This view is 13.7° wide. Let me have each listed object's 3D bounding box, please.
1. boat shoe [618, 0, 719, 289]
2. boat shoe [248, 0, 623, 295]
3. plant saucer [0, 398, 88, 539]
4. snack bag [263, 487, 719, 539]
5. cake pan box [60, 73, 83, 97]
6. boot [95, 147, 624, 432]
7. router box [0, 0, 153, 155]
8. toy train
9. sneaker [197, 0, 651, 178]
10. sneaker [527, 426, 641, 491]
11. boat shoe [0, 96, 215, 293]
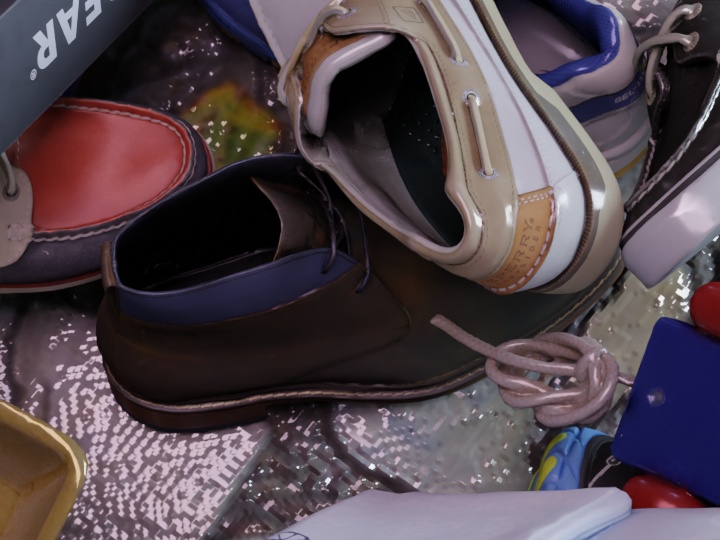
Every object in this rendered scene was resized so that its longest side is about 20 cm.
[{"bbox_3d":[0.128,-0.065,1.064,0.064,0.071,0.200,42,42,-2],"label":"boat shoe"},{"bbox_3d":[0.009,-0.069,1.034,0.200,0.068,0.075,47,121,35],"label":"boat shoe"},{"bbox_3d":[-0.212,0.108,1.041,0.199,0.048,0.201,27,90,14],"label":"plant saucer"},{"bbox_3d":[0.041,0.092,0.899,0.199,0.188,0.022,-2,98,33],"label":"snack bag"},{"bbox_3d":[-0.220,-0.044,1.137,0.183,0.052,0.201,17,69,11],"label":"cake pan box"},{"bbox_3d":[0.000,0.000,1.067,0.199,0.097,0.075,-17,65,-2],"label":"boot"},{"bbox_3d":[-0.158,-0.119,1.084,0.156,0.052,0.200,14,39,21],"label":"router box"},{"bbox_3d":[0.133,0.051,1.026,0.199,0.115,0.085,23,96,34],"label":"toy train"},{"bbox_3d":[0.022,-0.105,1.119,0.199,0.088,0.076,22,71,17],"label":"sneaker"},{"bbox_3d":[0.092,0.138,0.998,0.082,0.071,0.200,8,50,-2],"label":"sneaker"},{"bbox_3d":[-0.151,-0.034,1.066,0.199,0.063,0.072,-4,65,-2],"label":"boat shoe"}]
